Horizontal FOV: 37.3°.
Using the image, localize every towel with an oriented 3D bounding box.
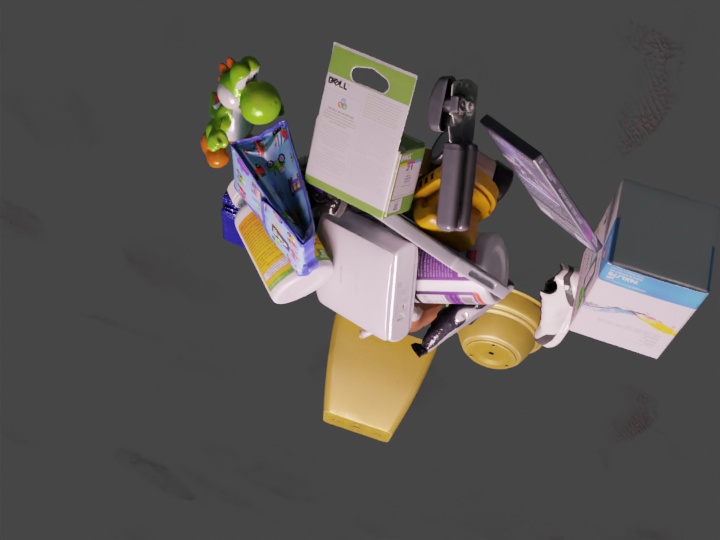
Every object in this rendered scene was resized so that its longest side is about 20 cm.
[{"bbox_3d":[-0.149,-0.056,1.838,0.197,0.050,0.148,22,151,6],"label":"towel"}]

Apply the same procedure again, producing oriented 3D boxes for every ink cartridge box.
[{"bbox_3d":[0.402,0.002,1.529,0.143,0.149,0.201,17,149,3],"label":"ink cartridge box"},{"bbox_3d":[0.016,-0.195,1.468,0.146,0.075,0.203,27,116,28],"label":"ink cartridge box"}]

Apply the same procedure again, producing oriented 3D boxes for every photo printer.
[{"bbox_3d":[0.000,0.000,1.701,0.199,0.069,0.169,29,126,40],"label":"photo printer"}]

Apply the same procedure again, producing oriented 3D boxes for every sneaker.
[{"bbox_3d":[0.323,0.053,1.744,0.079,0.074,0.201,25,142,0],"label":"sneaker"},{"bbox_3d":[-0.021,-0.130,1.599,0.069,0.101,0.198,22,158,-40],"label":"sneaker"}]

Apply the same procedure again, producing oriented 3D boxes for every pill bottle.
[{"bbox_3d":[0.129,-0.004,1.714,0.197,0.113,0.112,1,145,29],"label":"pill bottle"},{"bbox_3d":[-0.133,-0.061,1.693,0.202,0.110,0.111,62,152,14],"label":"pill bottle"}]

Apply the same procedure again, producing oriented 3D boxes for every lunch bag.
[{"bbox_3d":[-0.107,-0.089,1.566,0.093,0.202,0.151,-25,165,-13],"label":"lunch bag"}]

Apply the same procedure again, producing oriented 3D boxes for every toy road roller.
[{"bbox_3d":[0.116,-0.095,1.542,0.122,0.148,0.199,31,148,-19],"label":"toy road roller"}]

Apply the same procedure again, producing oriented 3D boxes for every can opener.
[{"bbox_3d":[0.121,-0.156,1.429,0.066,0.204,0.053,14,-168,43],"label":"can opener"}]

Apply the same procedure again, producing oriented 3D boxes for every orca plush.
[{"bbox_3d":[0.157,0.059,1.775,0.072,0.199,0.105,53,-171,14],"label":"orca plush"}]

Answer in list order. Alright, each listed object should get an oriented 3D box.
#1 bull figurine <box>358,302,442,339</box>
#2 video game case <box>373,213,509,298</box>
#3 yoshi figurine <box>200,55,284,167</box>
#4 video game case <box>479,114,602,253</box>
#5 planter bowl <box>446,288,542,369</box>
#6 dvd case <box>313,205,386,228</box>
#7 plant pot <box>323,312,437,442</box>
[{"bbox_3d":[0.067,0.076,1.842,0.120,0.066,0.199,-13,173,29],"label":"bull figurine"},{"bbox_3d":[0.107,-0.035,1.561,0.199,0.024,0.181,37,-174,35],"label":"video game case"},{"bbox_3d":[-0.169,-0.221,1.556,0.110,0.114,0.201,13,149,-10],"label":"yoshi figurine"},{"bbox_3d":[0.249,-0.119,1.468,0.200,0.019,0.143,49,-179,-38],"label":"video game case"},{"bbox_3d":[0.236,0.115,1.870,0.197,0.085,0.202,15,150,9],"label":"planter bowl"},{"bbox_3d":[-0.027,-0.079,1.780,0.146,0.016,0.201,11,148,16],"label":"dvd case"},{"bbox_3d":[0.017,0.213,2.018,0.197,0.179,0.200,18,164,2],"label":"plant pot"}]
